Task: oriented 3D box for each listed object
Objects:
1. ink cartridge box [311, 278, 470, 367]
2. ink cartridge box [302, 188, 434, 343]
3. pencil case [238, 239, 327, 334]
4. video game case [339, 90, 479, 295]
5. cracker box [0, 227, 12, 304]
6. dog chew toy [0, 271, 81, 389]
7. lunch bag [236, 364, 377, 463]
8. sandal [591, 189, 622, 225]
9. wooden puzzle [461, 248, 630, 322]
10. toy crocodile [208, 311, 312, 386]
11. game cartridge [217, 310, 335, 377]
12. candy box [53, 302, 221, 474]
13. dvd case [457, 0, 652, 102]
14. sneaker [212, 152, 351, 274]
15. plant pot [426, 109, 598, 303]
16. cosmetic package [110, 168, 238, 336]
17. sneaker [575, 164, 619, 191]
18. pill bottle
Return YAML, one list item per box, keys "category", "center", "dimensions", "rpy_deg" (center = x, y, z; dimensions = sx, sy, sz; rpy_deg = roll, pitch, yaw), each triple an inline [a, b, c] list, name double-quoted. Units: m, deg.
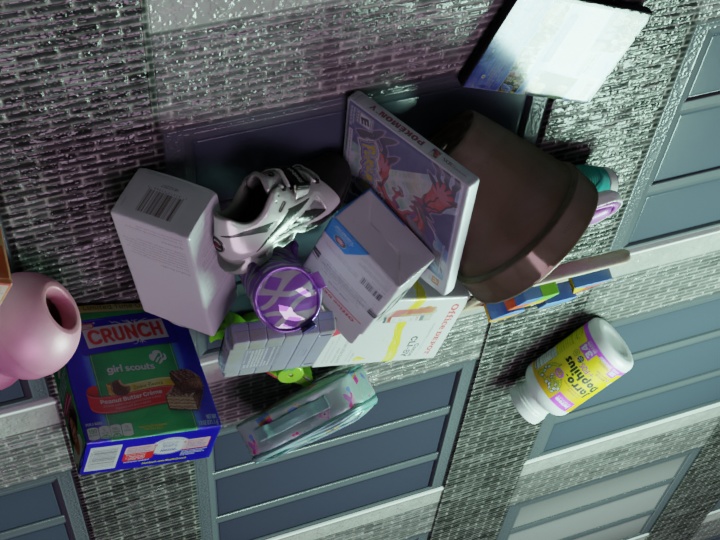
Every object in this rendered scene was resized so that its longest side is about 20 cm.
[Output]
- category: "ink cartridge box"
  center: [0.031, 0.054, 1.590]
  dimensions: [0.200, 0.084, 0.145]
  rpy_deg: [-2, 140, -28]
- category: "ink cartridge box"
  center: [0.000, 0.000, 1.406]
  dimensions: [0.068, 0.116, 0.200]
  rpy_deg: [-39, 173, -28]
- category: "pencil case"
  center: [-0.097, 0.006, 1.351]
  dimensions: [0.085, 0.200, 0.084]
  rpy_deg: [-40, 111, -1]
- category: "video game case"
  center: [0.048, -0.086, 1.330]
  dimensions: [0.023, 0.182, 0.200]
  rpy_deg: [-38, 154, -29]
- category: "cracker box"
  center: [-0.439, 0.023, 1.215]
  dimensions: [0.058, 0.134, 0.200]
  rpy_deg: [8, 135, -38]
- category: "dog chew toy"
  center: [-0.423, 0.083, 1.328]
  dimensions: [0.200, 0.125, 0.125]
  rpy_deg: [-26, 147, 16]
- category: "lunch bag"
  center: [-0.079, 0.214, 1.693]
  dimensions: [0.200, 0.077, 0.160]
  rpy_deg: [-28, 178, 10]
- category: "sandal"
  center: [0.246, -0.036, 1.470]
  dimensions: [0.202, 0.050, 0.082]
  rpy_deg: [-33, 156, 20]
- category: "wooden puzzle"
  center: [0.247, 0.027, 1.575]
  dimensions: [0.185, 0.046, 0.200]
  rpy_deg: [-13, 174, -24]
- category: "toy crocodile"
  center: [-0.131, 0.112, 1.589]
  dimensions: [0.062, 0.068, 0.200]
  rpy_deg: [-30, 144, 18]
- category: "game cartridge"
  center: [-0.109, 0.092, 1.431]
  dimensions: [0.129, 0.038, 0.200]
  rpy_deg: [-3, 164, -12]
- category: "candy box"
  center: [-0.280, 0.137, 1.409]
  dimensions: [0.169, 0.200, 0.077]
  rpy_deg: [-4, 140, -29]
- category: "dvd case"
  center: [0.226, -0.260, 1.335]
  dimensions: [0.200, 0.018, 0.143]
  rpy_deg: [2, 138, -32]
- category: "sneaker"
  center: [-0.085, -0.085, 1.292]
  dimensions: [0.200, 0.074, 0.089]
  rpy_deg: [-43, 144, -29]
- category: "plant pot"
  center: [0.151, -0.089, 1.367]
  dimensions: [0.200, 0.200, 0.173]
  rpy_deg: [-40, 110, 23]
- category: "cosmetic package"
  center: [-0.208, -0.017, 1.319]
  dimensions: [0.101, 0.074, 0.200]
  rpy_deg: [20, 149, 14]
- category: "sneaker"
  center: [0.243, -0.069, 1.549]
  dimensions: [0.121, 0.084, 0.200]
  rpy_deg: [8, 133, -40]
- category: "pill bottle"
  center: [0.350, 0.174, 1.932]
  dimensions: [0.200, 0.104, 0.104]
  rpy_deg: [-40, 143, 23]
